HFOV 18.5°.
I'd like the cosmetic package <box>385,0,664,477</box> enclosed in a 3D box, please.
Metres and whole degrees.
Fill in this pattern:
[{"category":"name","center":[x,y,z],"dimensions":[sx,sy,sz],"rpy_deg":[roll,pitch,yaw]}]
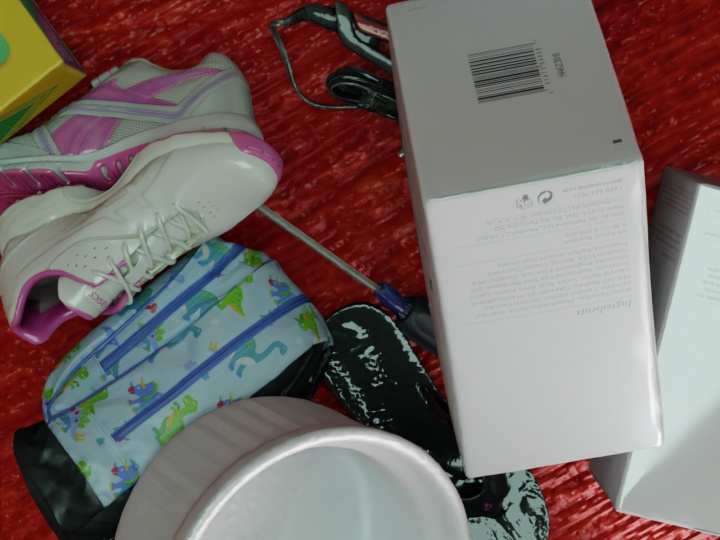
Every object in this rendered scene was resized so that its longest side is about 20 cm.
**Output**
[{"category":"cosmetic package","center":[0.092,-0.028,1.259],"dimensions":[0.122,0.200,0.201],"rpy_deg":[-11,127,2]}]

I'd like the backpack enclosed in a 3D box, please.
[{"category":"backpack","center":[-0.109,0.076,1.330],"dimensions":[0.199,0.163,0.155],"rpy_deg":[-27,74,-4]}]

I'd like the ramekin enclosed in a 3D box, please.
[{"category":"ramekin","center":[-0.045,0.169,1.255],"dimensions":[0.199,0.098,0.202],"rpy_deg":[-11,111,-29]}]

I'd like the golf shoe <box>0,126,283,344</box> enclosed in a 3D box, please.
[{"category":"golf shoe","center":[-0.129,-0.016,1.286],"dimensions":[0.199,0.092,0.075],"rpy_deg":[-22,137,28]}]

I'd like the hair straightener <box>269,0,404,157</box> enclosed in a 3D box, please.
[{"category":"hair straightener","center":[0.034,-0.107,1.361],"dimensions":[0.198,0.041,0.078],"rpy_deg":[20,97,-8]}]

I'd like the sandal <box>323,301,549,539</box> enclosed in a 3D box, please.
[{"category":"sandal","center":[0.041,0.110,1.385],"dimensions":[0.075,0.048,0.201],"rpy_deg":[-41,95,5]}]

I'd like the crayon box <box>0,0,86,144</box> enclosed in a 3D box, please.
[{"category":"crayon box","center":[-0.293,-0.146,1.330],"dimensions":[0.172,0.058,0.201],"rpy_deg":[-37,81,3]}]

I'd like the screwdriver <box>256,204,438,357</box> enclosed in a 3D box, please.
[{"category":"screwdriver","center":[0.000,0.000,1.355],"dimensions":[0.200,0.028,0.029],"rpy_deg":[40,59,-22]}]

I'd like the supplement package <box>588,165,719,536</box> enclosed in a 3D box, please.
[{"category":"supplement package","center":[0.225,0.051,1.342],"dimensions":[0.120,0.120,0.202],"rpy_deg":[14,96,-4]}]

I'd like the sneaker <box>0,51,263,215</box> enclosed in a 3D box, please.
[{"category":"sneaker","center":[-0.146,-0.078,1.354],"dimensions":[0.198,0.082,0.089],"rpy_deg":[-9,54,16]}]
